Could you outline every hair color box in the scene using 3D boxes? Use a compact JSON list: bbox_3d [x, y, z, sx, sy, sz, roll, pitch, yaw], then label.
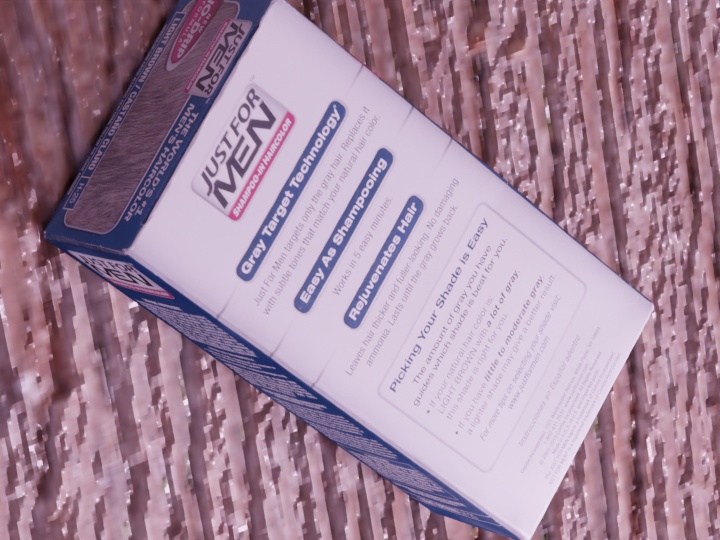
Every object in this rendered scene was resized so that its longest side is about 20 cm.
[{"bbox_3d":[0.000,0.000,1.017,0.200,0.060,0.100,38,75,-33],"label":"hair color box"}]
